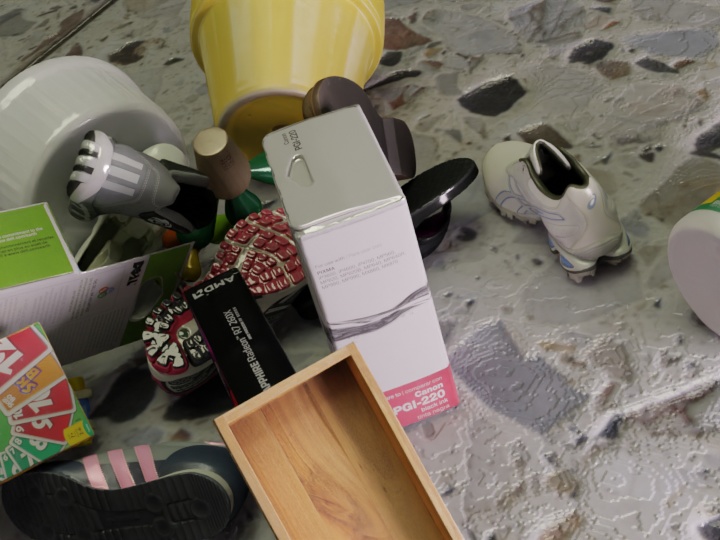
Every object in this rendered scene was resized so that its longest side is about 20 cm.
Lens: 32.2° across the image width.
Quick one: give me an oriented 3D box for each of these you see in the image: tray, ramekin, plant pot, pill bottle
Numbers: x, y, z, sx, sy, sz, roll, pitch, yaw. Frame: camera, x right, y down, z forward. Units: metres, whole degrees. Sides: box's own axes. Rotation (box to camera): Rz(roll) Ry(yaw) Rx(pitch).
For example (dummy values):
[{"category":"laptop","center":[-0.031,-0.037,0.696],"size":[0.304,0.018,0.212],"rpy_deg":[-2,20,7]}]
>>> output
[{"category":"tray","center":[0.000,0.156,0.762],"size":[0.098,0.201,0.037],"rpy_deg":[-28,-5,-12]},{"category":"ramekin","center":[-0.257,-0.090,1.173],"size":[0.200,0.201,0.098],"rpy_deg":[-37,48,-22]},{"category":"plant pot","center":[-0.075,-0.203,1.247],"size":[0.200,0.201,0.190],"rpy_deg":[-9,54,13]},{"category":"pill bottle","center":[0.331,-0.040,0.907],"size":[0.200,0.113,0.113],"rpy_deg":[-34,39,-17]}]

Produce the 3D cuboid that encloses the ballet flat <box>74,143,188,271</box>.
[{"category":"ballet flat","center":[-0.215,-0.023,1.122],"size":[0.200,0.069,0.069],"rpy_deg":[-54,42,-1]}]

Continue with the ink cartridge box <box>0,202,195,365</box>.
[{"category":"ink cartridge box","center":[-0.253,0.015,1.019],"size":[0.199,0.148,0.076],"rpy_deg":[-17,63,-32]}]

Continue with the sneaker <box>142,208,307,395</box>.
[{"category":"sneaker","center":[-0.103,0.022,1.046],"size":[0.081,0.075,0.200],"rpy_deg":[41,63,19]}]

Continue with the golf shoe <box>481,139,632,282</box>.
[{"category":"golf shoe","center":[0.158,-0.080,1.050],"size":[0.078,0.098,0.200],"rpy_deg":[-29,36,-9]}]

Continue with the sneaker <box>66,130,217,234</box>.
[{"category":"sneaker","center":[-0.176,-0.061,1.028],"size":[0.115,0.075,0.200],"rpy_deg":[19,0,-9]}]

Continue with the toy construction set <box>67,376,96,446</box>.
[{"category":"toy construction set","center":[-0.312,0.130,0.980],"size":[0.199,0.093,0.131],"rpy_deg":[-25,-8,-6]}]

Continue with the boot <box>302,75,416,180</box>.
[{"category":"boot","center":[-0.017,-0.106,1.039],"size":[0.075,0.200,0.074],"rpy_deg":[-8,79,18]}]

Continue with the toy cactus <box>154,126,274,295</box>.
[{"category":"toy cactus","center":[-0.108,-0.057,1.097],"size":[0.199,0.165,0.102],"rpy_deg":[-31,58,-7]}]

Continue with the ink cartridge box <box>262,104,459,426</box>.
[{"category":"ink cartridge box","center":[0.000,0.000,0.932],"size":[0.084,0.201,0.146],"rpy_deg":[-20,37,-2]}]

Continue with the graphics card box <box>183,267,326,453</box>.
[{"category":"graphics card box","center":[-0.063,0.100,0.898],"size":[0.051,0.126,0.200],"rpy_deg":[-25,38,-7]}]

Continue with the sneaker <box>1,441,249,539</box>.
[{"category":"sneaker","center":[-0.170,0.163,0.932],"size":[0.199,0.071,0.082],"rpy_deg":[-3,19,22]}]

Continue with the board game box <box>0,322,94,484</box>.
[{"category":"board game box","center":[-0.302,0.122,0.895],"size":[0.199,0.096,0.030],"rpy_deg":[-26,-5,-20]}]

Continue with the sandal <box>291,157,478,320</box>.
[{"category":"sandal","center":[0.026,-0.023,1.083],"size":[0.200,0.048,0.075],"rpy_deg":[-41,25,-5]}]
